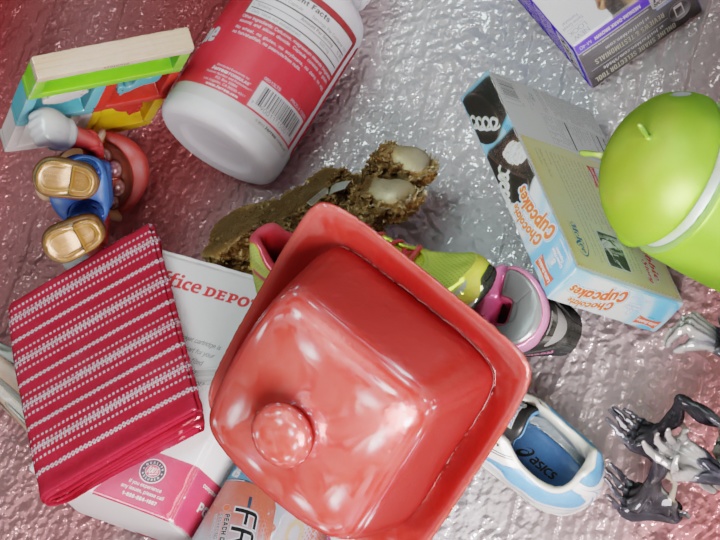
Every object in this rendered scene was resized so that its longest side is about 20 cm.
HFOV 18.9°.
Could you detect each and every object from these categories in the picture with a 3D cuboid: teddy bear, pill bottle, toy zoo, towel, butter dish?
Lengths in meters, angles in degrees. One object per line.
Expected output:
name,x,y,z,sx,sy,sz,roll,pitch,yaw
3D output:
teddy bear,-0.025,-0.035,1.678,0.199,0.067,0.145,-29,24,12
pill bottle,-0.068,-0.180,1.777,0.112,0.112,0.200,20,70,33
toy zoo,-0.220,-0.140,1.761,0.131,0.200,0.021,-13,78,-21
towel,-0.194,0.071,1.631,0.144,0.022,0.200,-29,48,12
butter dish,-0.022,0.092,1.442,0.199,0.148,0.200,38,117,13

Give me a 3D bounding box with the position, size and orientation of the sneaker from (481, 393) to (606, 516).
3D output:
sneaker,0.083,0.099,1.513,0.199,0.073,0.072,29,56,9

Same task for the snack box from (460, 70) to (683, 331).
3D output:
snack box,0.154,-0.052,1.589,0.037,0.116,0.200,-46,46,30

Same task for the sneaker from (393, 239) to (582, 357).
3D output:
sneaker,0.079,0.029,1.598,0.200,0.095,0.079,15,91,44

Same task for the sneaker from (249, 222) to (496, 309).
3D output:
sneaker,0.000,0.000,1.526,0.199,0.091,0.078,-4,29,30

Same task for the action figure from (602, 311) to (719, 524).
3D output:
action figure,0.231,0.098,1.414,0.200,0.102,0.119,-37,27,49

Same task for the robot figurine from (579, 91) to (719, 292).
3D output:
robot figurine,0.251,-0.049,1.494,0.175,0.199,0.116,-27,42,59

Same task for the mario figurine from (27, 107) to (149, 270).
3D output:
mario figurine,-0.239,-0.061,1.752,0.106,0.200,0.124,29,100,-4

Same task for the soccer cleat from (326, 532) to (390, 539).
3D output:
soccer cleat,0.004,0.145,1.556,0.070,0.086,0.201,-4,59,23

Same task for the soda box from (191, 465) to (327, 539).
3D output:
soda box,-0.096,0.233,1.558,0.063,0.068,0.200,17,68,33

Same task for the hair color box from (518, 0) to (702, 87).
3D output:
hair color box,0.172,-0.252,1.740,0.109,0.065,0.200,-35,53,1

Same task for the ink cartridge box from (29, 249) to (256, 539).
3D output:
ink cartridge box,-0.137,0.100,1.652,0.144,0.084,0.201,15,68,32

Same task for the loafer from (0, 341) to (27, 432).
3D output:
loafer,-0.308,0.083,1.757,0.199,0.072,0.063,23,79,31
